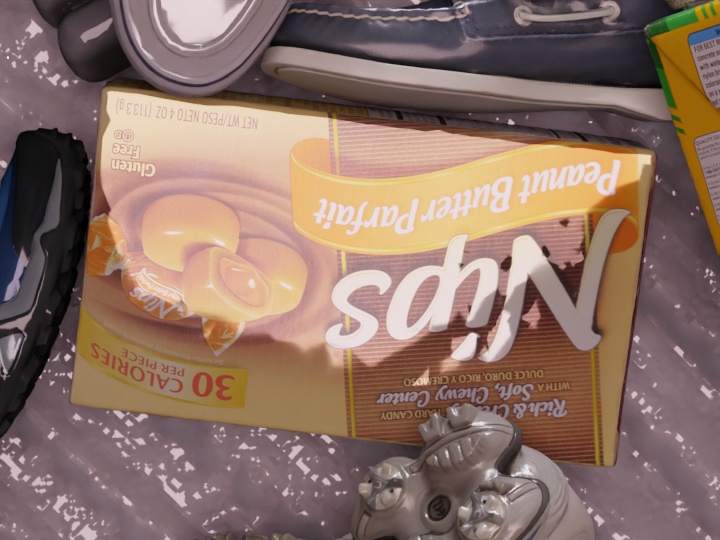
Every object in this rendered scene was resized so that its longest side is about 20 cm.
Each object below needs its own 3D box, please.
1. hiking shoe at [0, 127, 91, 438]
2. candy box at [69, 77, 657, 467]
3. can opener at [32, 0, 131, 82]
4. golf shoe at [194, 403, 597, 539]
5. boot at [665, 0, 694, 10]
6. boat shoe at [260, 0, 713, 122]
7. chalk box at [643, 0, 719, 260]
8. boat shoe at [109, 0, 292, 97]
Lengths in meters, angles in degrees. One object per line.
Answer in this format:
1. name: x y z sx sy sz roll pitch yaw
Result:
1. hiking shoe: -0.161 0.035 0.988 0.086 0.074 0.201 24 89 -3
2. candy box: 0.000 0.000 1.000 0.199 0.055 0.116 7 98 -3
3. can opener: -0.029 -0.140 1.001 0.199 0.067 0.053 -31 61 1
4. golf shoe: -0.004 0.129 0.997 0.199 0.097 0.079 -27 54 21
5. boot: 0.147 -0.194 0.986 0.200 0.072 0.155 -32 92 -27
6. boat shoe: 0.064 -0.087 0.999 0.199 0.075 0.062 3 91 -4
7. chalk box: 0.222 -0.064 0.962 0.199 0.124 0.124 -22 93 -38
8. boat shoe: -0.038 -0.157 0.932 0.073 0.065 0.201 13 91 -7
